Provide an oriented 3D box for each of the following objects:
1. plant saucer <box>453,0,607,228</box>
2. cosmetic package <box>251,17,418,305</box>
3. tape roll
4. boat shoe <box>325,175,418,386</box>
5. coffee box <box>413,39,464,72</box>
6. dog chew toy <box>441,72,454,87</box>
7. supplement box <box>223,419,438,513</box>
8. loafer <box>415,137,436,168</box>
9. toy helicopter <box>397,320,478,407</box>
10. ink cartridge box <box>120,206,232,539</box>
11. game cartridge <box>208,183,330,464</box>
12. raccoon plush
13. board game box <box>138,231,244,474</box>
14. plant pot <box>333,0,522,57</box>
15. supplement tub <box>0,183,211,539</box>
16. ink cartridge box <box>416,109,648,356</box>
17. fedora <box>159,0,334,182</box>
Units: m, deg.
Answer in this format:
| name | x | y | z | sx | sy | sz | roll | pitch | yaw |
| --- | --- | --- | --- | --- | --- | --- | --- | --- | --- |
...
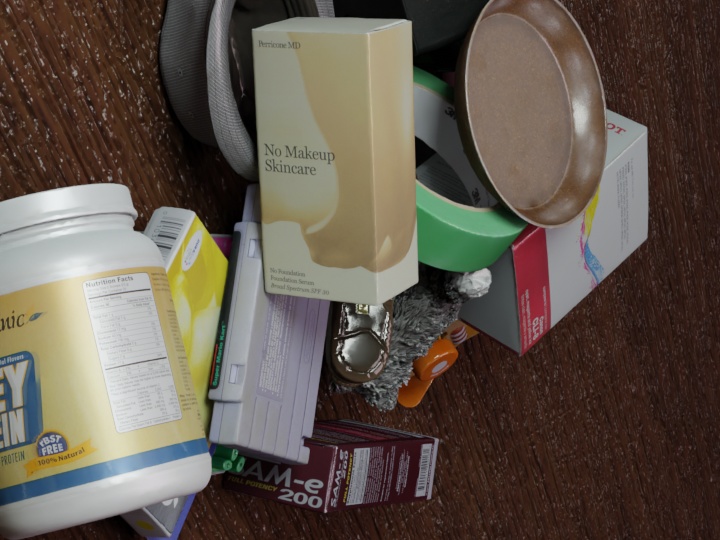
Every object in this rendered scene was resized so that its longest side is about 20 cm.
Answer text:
| name | x | y | z | sx | sy | sz | roll | pitch | yaw |
| --- | --- | --- | --- | --- | --- | --- | --- | --- | --- |
| plant saucer | 0.137 | -0.133 | 1.333 | 0.199 | 0.034 | 0.202 | 11 | 75 | -47 |
| cosmetic package | -0.018 | -0.083 | 1.191 | 0.071 | 0.104 | 0.202 | -28 | 119 | -57 |
| tape roll | 0.052 | -0.091 | 1.345 | 0.048 | 0.201 | 0.200 | -48 | 170 | 34 |
| boat shoe | 0.000 | 0.000 | 1.387 | 0.076 | 0.071 | 0.202 | 147 | -41 | -72 |
| coffee box | 0.082 | -0.265 | 1.502 | 0.201 | 0.122 | 0.044 | -59 | 141 | -33 |
| dog chew toy | 0.146 | -0.147 | 1.656 | 0.125 | 0.124 | 0.201 | -50 | 146 | -44 |
| supplement box | -0.022 | 0.171 | 1.433 | 0.199 | 0.108 | 0.062 | 9 | 90 | -61 |
| loafer | 0.068 | -0.067 | 1.567 | 0.072 | 0.072 | 0.201 | -60 | 145 | -47 |
| toy helicopter | 0.098 | 0.064 | 1.618 | 0.199 | 0.079 | 0.133 | -23 | 154 | -29 |
| ink cartridge box | -0.137 | 0.091 | 1.217 | 0.200 | 0.047 | 0.199 | 56 | 48 | -47 |
| game cartridge | -0.067 | 0.044 | 1.262 | 0.129 | 0.038 | 0.202 | 26 | 69 | -58 |
| raccoon plush | 0.033 | 0.054 | 1.416 | 0.200 | 0.096 | 0.135 | 149 | -36 | -79 |
| board game box | -0.143 | 0.072 | 1.272 | 0.199 | 0.026 | 0.202 | 0 | 97 | -61 |
| plant pot | 0.029 | -0.292 | 1.344 | 0.178 | 0.199 | 0.201 | -47 | 137 | -29 |
| supplement tub | -0.184 | 0.058 | 1.028 | 0.144 | 0.144 | 0.202 | -5 | 79 | -61 |
| ink cartridge box | 0.157 | -0.055 | 1.511 | 0.200 | 0.145 | 0.145 | -39 | 140 | -27 |
| fedora | -0.094 | -0.169 | 1.235 | 0.177 | 0.090 | 0.201 | -53 | 141 | -41 |
